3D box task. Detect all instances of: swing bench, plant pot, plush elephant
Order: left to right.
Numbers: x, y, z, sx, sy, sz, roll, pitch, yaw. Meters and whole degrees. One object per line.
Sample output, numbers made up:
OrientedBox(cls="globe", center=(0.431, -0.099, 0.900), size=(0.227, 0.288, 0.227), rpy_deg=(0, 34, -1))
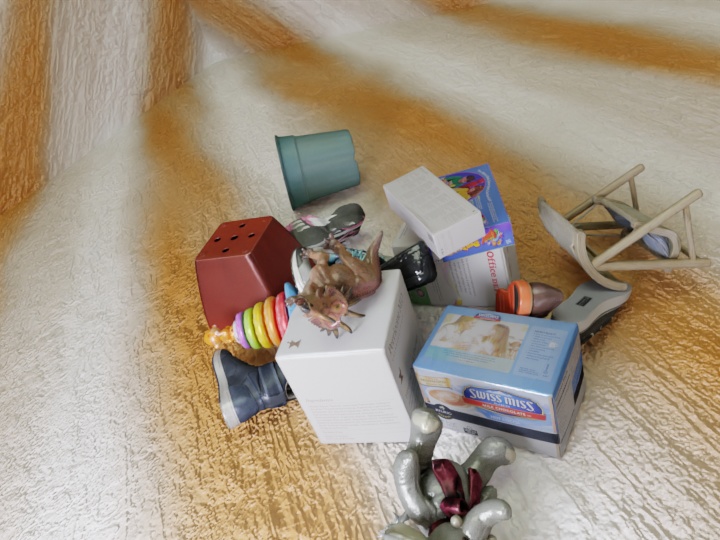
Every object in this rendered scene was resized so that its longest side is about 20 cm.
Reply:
OrientedBox(cls="plant pot", center=(-0.229, 0.002, 1.193), size=(0.197, 0.177, 0.201), rpy_deg=(-5, 38, 22))
OrientedBox(cls="plant pot", center=(-0.109, -0.278, 1.509), size=(0.194, 0.202, 0.201), rpy_deg=(-13, 34, -4))
OrientedBox(cls="plush elephant", center=(0.108, 0.284, 0.653), size=(0.201, 0.164, 0.155), rpy_deg=(-56, 25, 0))
OrientedBox(cls="swing bench", center=(0.425, -0.068, 0.951), size=(0.198, 0.131, 0.199), rpy_deg=(-19, 22, 8))

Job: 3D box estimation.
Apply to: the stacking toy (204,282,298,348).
OrientedBox(cls="stacking toy", center=(-0.195, 0.107, 1.062), size=(0.198, 0.110, 0.117), rpy_deg=(-15, 72, 3))

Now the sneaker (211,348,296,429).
OrientedBox(cls="sneaker", center=(-0.182, 0.183, 1.013), size=(0.145, 0.078, 0.202), rpy_deg=(-23, 30, -10))

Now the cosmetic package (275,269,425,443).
OrientedBox(cls="cosmetic package", center=(-0.001, 0.135, 0.869), size=(0.164, 0.201, 0.168), rpy_deg=(-7, 37, 20))

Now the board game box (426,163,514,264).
OrientedBox(cls="board game box", center=(0.173, -0.101, 0.971), size=(0.133, 0.045, 0.201), rpy_deg=(-14, 35, 12))

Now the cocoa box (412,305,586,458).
OrientedBox(cls="cocoa box", center=(0.197, 0.149, 0.804), size=(0.198, 0.132, 0.134), rpy_deg=(6, 43, 34))

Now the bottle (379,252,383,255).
OrientedBox(cls="bottle", center=(0.044, 0.036, 1.080), size=(0.064, 0.084, 0.201), rpy_deg=(-10, 34, -4))

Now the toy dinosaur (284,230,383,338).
OrientedBox(cls="toy dinosaur", center=(-0.021, 0.021, 0.789), size=(0.199, 0.087, 0.135), rpy_deg=(-28, 41, -30))

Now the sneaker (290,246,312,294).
OrientedBox(cls="sneaker", center=(-0.069, 0.045, 1.037), size=(0.079, 0.074, 0.202), rpy_deg=(-26, 73, 0))

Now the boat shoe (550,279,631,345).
OrientedBox(cls="boat shoe", center=(0.355, 0.066, 0.888), size=(0.199, 0.057, 0.068), rpy_deg=(-22, 31, -37))

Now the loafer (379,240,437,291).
OrientedBox(cls="loafer", center=(0.031, 0.012, 0.926), size=(0.199, 0.071, 0.068), rpy_deg=(-23, -13, 32))

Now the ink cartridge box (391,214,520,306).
OrientedBox(cls="ink cartridge box", center=(0.175, -0.015, 1.024), size=(0.198, 0.146, 0.088), rpy_deg=(1, 40, 30))

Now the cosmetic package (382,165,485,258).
OrientedBox(cls="cosmetic package", center=(0.113, -0.098, 0.914), size=(0.082, 0.051, 0.200), rpy_deg=(-28, 35, -4))

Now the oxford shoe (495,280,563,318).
OrientedBox(cls="oxford shoe", center=(0.255, 0.059, 0.887), size=(0.072, 0.072, 0.200), rpy_deg=(-1, -8, 0))

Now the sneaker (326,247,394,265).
OrientedBox(cls="sneaker", center=(0.000, 0.000, 1.009), size=(0.199, 0.086, 0.078), rpy_deg=(-5, 49, 47))

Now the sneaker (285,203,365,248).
OrientedBox(cls="sneaker", center=(-0.081, -0.078, 1.304), size=(0.198, 0.087, 0.081), rpy_deg=(-16, 62, -10))
